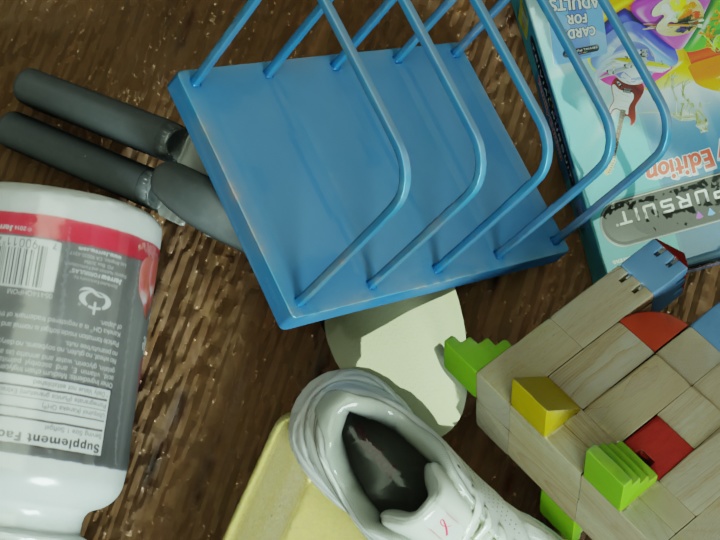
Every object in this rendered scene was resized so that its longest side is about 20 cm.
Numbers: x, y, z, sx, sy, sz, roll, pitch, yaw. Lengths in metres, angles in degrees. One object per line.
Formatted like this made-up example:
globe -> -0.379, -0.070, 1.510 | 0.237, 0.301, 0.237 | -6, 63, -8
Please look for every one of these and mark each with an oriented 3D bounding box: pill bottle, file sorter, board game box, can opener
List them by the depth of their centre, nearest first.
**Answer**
file sorter -> 0.037, -0.076, 0.776 | 0.199, 0.123, 0.140 | -12, 70, -41
pill bottle -> -0.170, 0.063, 0.812 | 0.110, 0.111, 0.202 | 8, 81, 1
can opener -> -0.116, -0.062, 0.829 | 0.199, 0.066, 0.053 | 23, 88, 29
board game box -> 0.179, -0.102, 0.874 | 0.150, 0.047, 0.202 | -15, 81, -3

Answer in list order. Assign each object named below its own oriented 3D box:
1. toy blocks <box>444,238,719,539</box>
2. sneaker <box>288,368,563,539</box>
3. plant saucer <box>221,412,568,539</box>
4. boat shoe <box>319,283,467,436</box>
toy blocks -> 0.157, 0.074, 0.779 | 0.136, 0.100, 0.200 | -34, 59, -19
sneaker -> 0.041, 0.130, 0.757 | 0.200, 0.099, 0.078 | 40, 86, 2
plant saucer -> 0.008, 0.205, 0.822 | 0.199, 0.048, 0.201 | 25, 81, 3
boat shoe -> 0.003, -0.001, 0.848 | 0.073, 0.063, 0.203 | -26, 78, -3
